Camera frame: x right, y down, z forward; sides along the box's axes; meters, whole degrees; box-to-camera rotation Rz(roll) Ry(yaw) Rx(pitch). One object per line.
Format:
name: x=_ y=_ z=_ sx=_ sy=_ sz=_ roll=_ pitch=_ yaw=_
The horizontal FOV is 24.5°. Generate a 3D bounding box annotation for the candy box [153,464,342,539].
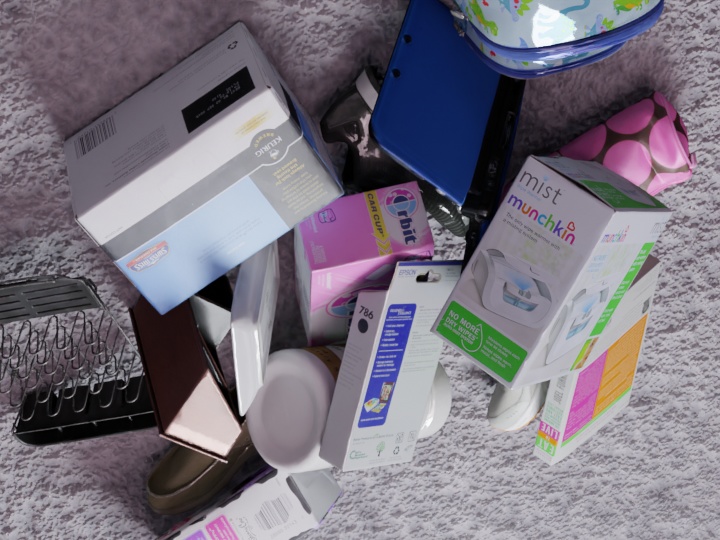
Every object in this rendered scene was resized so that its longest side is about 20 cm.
candy box: x=-0.127 y=0.260 z=1.654 sx=0.199 sy=0.168 sz=0.072 roll=-33 pitch=89 yaw=7

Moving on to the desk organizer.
desk organizer: x=-0.149 y=0.074 z=1.504 sx=0.071 sy=0.201 sz=0.077 roll=26 pitch=112 yaw=-29

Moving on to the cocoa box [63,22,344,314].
cocoa box: x=-0.137 y=-0.088 z=1.437 sx=0.199 sy=0.134 sz=0.132 roll=-33 pitch=126 yaw=7

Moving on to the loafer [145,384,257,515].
loafer: x=-0.142 y=0.161 z=1.648 sx=0.199 sy=0.076 sz=0.068 roll=-40 pitch=125 yaw=0

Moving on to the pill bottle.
pill bottle: x=-0.006 y=0.127 z=1.602 sx=0.199 sy=0.114 sz=0.115 roll=-3 pitch=129 yaw=-49

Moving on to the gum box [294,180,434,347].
gum box: x=0.000 y=0.000 z=1.531 sx=0.112 sy=0.067 sz=0.200 roll=-13 pitch=158 yaw=-8

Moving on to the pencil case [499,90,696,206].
pencil case: x=0.225 y=-0.082 z=1.579 sx=0.199 sy=0.094 sz=0.091 roll=-33 pitch=165 yaw=9

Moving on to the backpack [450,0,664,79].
backpack: x=0.158 y=-0.249 z=1.376 sx=0.181 sy=0.201 sz=0.148 roll=-17 pitch=127 yaw=-6

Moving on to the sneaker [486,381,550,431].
sneaker: x=0.160 y=0.067 z=1.681 sx=0.091 sy=0.076 sz=0.202 roll=17 pitch=109 yaw=-18

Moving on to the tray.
tray: x=-0.092 y=0.027 z=1.490 sx=0.022 sy=0.201 sz=0.108 roll=1 pitch=126 yaw=3

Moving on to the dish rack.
dish rack: x=-0.279 y=0.081 z=1.522 sx=0.151 sy=0.055 sz=0.201 roll=-11 pitch=140 yaw=12

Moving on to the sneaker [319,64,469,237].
sneaker: x=0.031 y=-0.094 z=1.531 sx=0.090 sy=0.067 sz=0.200 roll=-34 pitch=123 yaw=12

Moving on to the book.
book: x=0.235 y=0.089 z=1.661 sx=0.133 sy=0.048 sz=0.201 roll=-38 pitch=149 yaw=-38

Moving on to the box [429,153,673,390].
box: x=0.170 y=-0.003 z=1.449 sx=0.178 sy=0.096 sz=0.200 roll=-60 pitch=160 yaw=13

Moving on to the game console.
game console: x=0.074 y=-0.113 z=1.462 sx=0.117 sy=0.201 sz=0.172 roll=14 pitch=140 yaw=6

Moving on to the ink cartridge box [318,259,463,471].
ink cartridge box: x=0.028 y=0.079 z=1.492 sx=0.099 sy=0.039 sz=0.202 roll=0 pitch=111 yaw=-48
